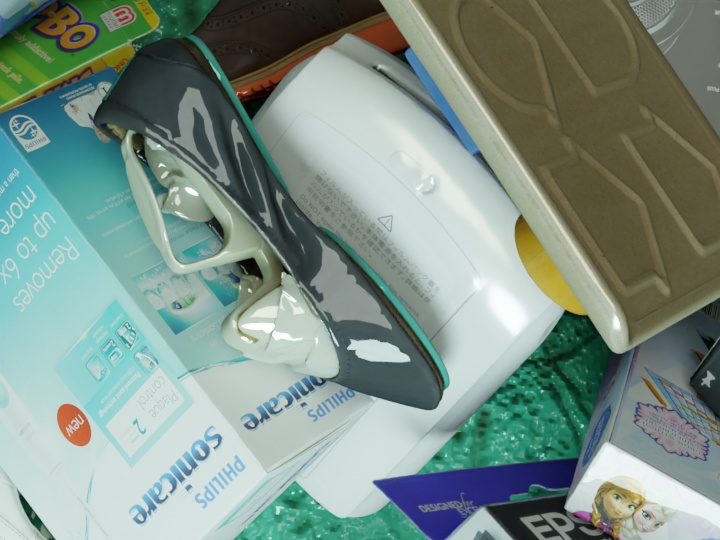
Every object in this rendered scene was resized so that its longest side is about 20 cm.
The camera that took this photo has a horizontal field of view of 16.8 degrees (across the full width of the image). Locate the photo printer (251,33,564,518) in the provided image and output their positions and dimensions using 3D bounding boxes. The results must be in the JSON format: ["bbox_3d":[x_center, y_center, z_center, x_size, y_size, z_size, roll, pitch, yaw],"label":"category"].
[{"bbox_3d":[0.000,0.000,1.117,0.166,0.200,0.069,45,42,6],"label":"photo printer"}]

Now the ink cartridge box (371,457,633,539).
[{"bbox_3d":[0.134,0.137,1.075,0.200,0.198,0.044,45,119,32],"label":"ink cartridge box"}]

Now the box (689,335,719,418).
[{"bbox_3d":[0.260,0.088,1.060,0.141,0.079,0.200,2,37,-40],"label":"box"}]

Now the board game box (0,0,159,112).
[{"bbox_3d":[-0.199,-0.095,1.184,0.199,0.030,0.096,-30,51,-7],"label":"board game box"}]

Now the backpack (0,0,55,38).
[{"bbox_3d":[-0.201,-0.206,1.152,0.200,0.147,0.183,-39,54,-1],"label":"backpack"}]

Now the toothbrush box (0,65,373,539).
[{"bbox_3d":[-0.112,0.034,1.114,0.200,0.146,0.085,52,43,7],"label":"toothbrush box"}]

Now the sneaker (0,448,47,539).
[{"bbox_3d":[-0.216,0.096,1.154,0.200,0.075,0.100,47,62,4],"label":"sneaker"}]

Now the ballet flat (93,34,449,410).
[{"bbox_3d":[-0.045,-0.007,1.049,0.073,0.073,0.200,-37,90,-10],"label":"ballet flat"}]

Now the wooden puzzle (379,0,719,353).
[{"bbox_3d":[0.092,-0.058,1.061,0.046,0.200,0.186,-37,82,31],"label":"wooden puzzle"}]

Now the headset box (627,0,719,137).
[{"bbox_3d":[0.118,-0.102,1.195,0.173,0.093,0.201,9,79,-1],"label":"headset box"}]

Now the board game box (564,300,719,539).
[{"bbox_3d":[0.200,0.098,1.114,0.199,0.200,0.041,30,116,1],"label":"board game box"}]

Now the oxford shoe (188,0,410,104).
[{"bbox_3d":[-0.039,-0.122,1.160,0.199,0.071,0.073,-15,96,31],"label":"oxford shoe"}]
